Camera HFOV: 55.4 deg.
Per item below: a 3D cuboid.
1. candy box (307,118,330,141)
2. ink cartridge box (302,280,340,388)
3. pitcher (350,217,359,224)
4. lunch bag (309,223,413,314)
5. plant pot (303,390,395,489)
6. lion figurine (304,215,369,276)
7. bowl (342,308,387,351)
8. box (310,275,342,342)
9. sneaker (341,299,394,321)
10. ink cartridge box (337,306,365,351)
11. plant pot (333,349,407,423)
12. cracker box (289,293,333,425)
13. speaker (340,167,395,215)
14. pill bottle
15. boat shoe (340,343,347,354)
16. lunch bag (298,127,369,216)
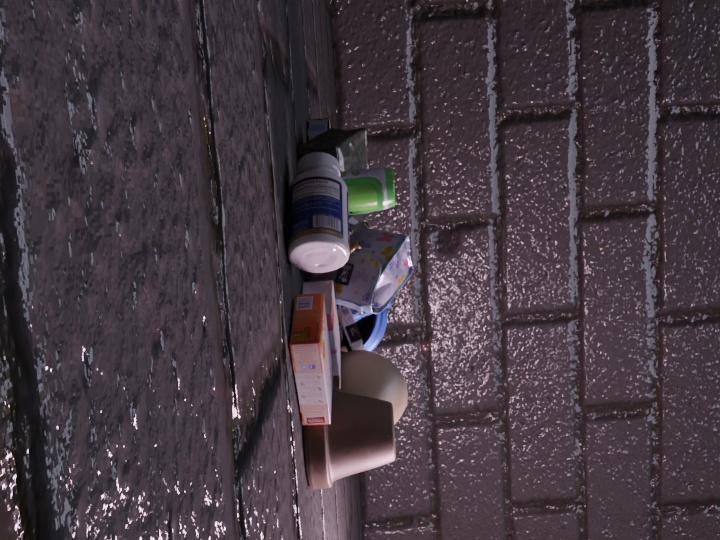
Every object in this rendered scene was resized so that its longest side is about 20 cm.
[{"bbox_3d":[-0.097,-0.259,1.725,0.137,0.060,0.203,82,4,-67],"label":"candy box"},{"bbox_3d":[-0.079,0.137,1.416,0.117,0.066,0.203,-91,175,-56],"label":"ink cartridge box"},{"bbox_3d":[-0.033,-0.035,1.694,0.172,0.199,0.121,-48,176,-24],"label":"pitcher"},{"bbox_3d":[0.000,0.000,1.493,0.200,0.167,0.129,-50,142,-37],"label":"lunch bag"},{"bbox_3d":[-0.018,0.323,1.362,0.200,0.171,0.204,-4,90,-90],"label":"plant pot"},{"bbox_3d":[-0.049,-0.065,1.438,0.073,0.122,0.201,52,30,-13],"label":"lion figurine"},{"bbox_3d":[-0.020,0.126,1.777,0.039,0.198,0.204,22,58,-48],"label":"bowl"},{"bbox_3d":[-0.079,0.070,1.631,0.070,0.063,0.203,-89,176,-67],"label":"box"},{"bbox_3d":[-0.008,0.094,1.714,0.066,0.196,0.079,-85,164,-56],"label":"sneaker"},{"bbox_3d":[-0.012,0.172,1.625,0.201,0.037,0.096,78,-10,-57],"label":"ink cartridge box"},{"bbox_3d":[-0.005,0.298,1.512,0.135,0.197,0.204,-54,143,-62],"label":"plant pot"},{"bbox_3d":[-0.087,0.162,1.246,0.135,0.057,0.203,-90,176,-55],"label":"cracker box"},{"bbox_3d":[-0.029,-0.158,1.392,0.088,0.196,0.090,-5,90,-88],"label":"speaker"},{"bbox_3d":[-0.076,-0.108,1.236,0.112,0.109,0.203,84,3,-60],"label":"pill bottle"},{"bbox_3d":[-0.067,0.218,1.644,0.202,0.073,0.076,82,11,-78],"label":"boat shoe"},{"bbox_3d":[-0.053,-0.204,1.546,0.164,0.116,0.203,-45,134,-54],"label":"lunch bag"}]
